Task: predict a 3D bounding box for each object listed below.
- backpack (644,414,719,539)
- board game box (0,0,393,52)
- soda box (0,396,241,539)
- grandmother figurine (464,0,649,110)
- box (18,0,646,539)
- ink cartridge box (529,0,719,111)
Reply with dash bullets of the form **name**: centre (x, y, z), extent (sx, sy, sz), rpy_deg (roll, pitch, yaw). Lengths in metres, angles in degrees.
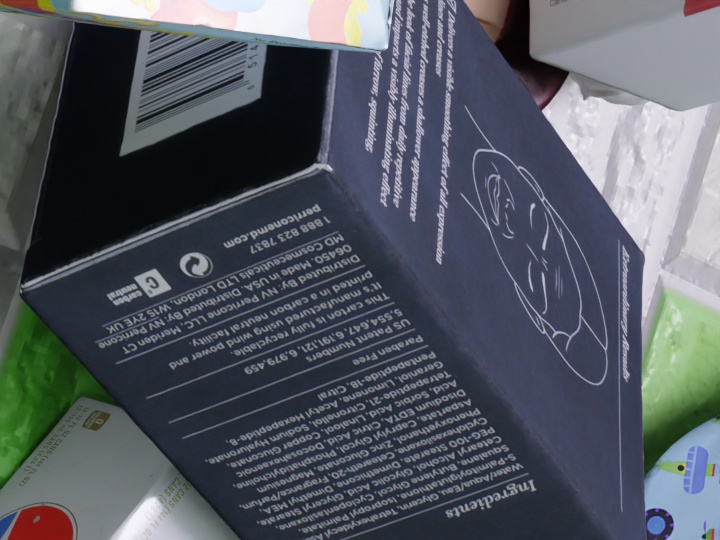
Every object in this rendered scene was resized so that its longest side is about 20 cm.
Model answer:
- **backpack**: centre (0.180, 0.134, 1.067), extent (0.200, 0.134, 0.184), rpy_deg (-21, 113, -49)
- **board game box**: centre (-0.089, -0.121, 0.751), extent (0.103, 0.199, 0.106), rpy_deg (3, 96, -42)
- **soda box**: centre (-0.112, 0.135, 0.867), extent (0.200, 0.068, 0.064), rpy_deg (-51, 126, -23)
- **grandmother figurine**: centre (0.044, -0.097, 0.974), extent (0.199, 0.060, 0.122), rpy_deg (11, 99, -40)
- **box**: centre (0.000, 0.000, 0.876), extent (0.200, 0.107, 0.149), rpy_deg (51, 29, -35)
- **ink cartridge box**: centre (0.134, -0.171, 0.944), extent (0.083, 0.144, 0.201), rpy_deg (15, 69, -43)
